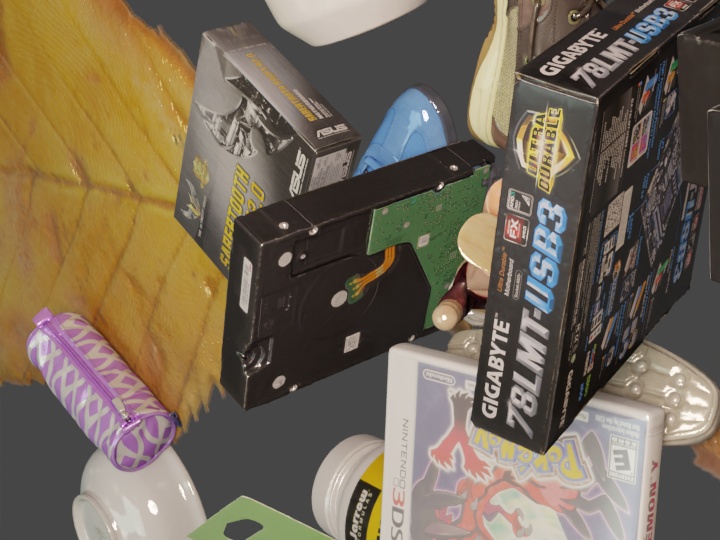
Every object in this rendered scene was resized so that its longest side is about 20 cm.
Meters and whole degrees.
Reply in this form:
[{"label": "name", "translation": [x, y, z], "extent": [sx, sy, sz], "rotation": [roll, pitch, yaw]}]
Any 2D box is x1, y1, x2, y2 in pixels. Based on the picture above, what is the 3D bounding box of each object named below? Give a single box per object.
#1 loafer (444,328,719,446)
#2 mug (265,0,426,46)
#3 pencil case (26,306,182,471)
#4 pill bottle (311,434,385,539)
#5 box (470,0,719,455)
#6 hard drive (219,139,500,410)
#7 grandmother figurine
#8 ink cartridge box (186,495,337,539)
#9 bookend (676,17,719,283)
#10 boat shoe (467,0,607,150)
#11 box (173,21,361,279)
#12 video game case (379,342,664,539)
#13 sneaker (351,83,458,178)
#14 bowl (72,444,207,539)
[{"label": "loafer", "translation": [0.144, 0.076, 0.909], "extent": [0.199, 0.070, 0.071], "rotation": [11, 77, 41]}, {"label": "mug", "translation": [-0.015, -0.237, 0.924], "extent": [0.148, 0.187, 0.154], "rotation": [-16, 105, 24]}, {"label": "pencil case", "translation": [-0.277, 0.126, 1.503], "extent": [0.200, 0.084, 0.086], "rotation": [40, 171, 34]}, {"label": "pill bottle", "translation": [0.055, 0.190, 1.045], "extent": [0.199, 0.112, 0.114], "rotation": [18, 122, 49]}, {"label": "box", "translation": [0.131, -0.038, 0.737], "extent": [0.049, 0.198, 0.202], "rotation": [20, 126, 25]}, {"label": "hard drive", "translation": [0.000, 0.000, 0.942], "extent": [0.038, 0.199, 0.141], "rotation": [43, 139, 36]}, {"label": "grandmother figurine", "translation": [0.089, -0.007, 0.892], "extent": [0.061, 0.121, 0.200], "rotation": [61, 170, 10]}, {"label": "ink cartridge box", "translation": [-0.039, 0.260, 1.172], "extent": [0.199, 0.048, 0.145], "rotation": [25, 148, -15]}, {"label": "bookend", "translation": [0.203, -0.064, 0.621], "extent": [0.199, 0.198, 0.093], "rotation": [22, 127, 48]}, {"label": "boat shoe", "translation": [0.115, -0.152, 0.823], "extent": [0.065, 0.073, 0.201], "rotation": [32, 137, 27]}, {"label": "box", "translation": [-0.081, -0.074, 1.152], "extent": [0.158, 0.048, 0.201], "rotation": [47, 140, 28]}, {"label": "video game case", "translation": [0.093, 0.154, 0.895], "extent": [0.199, 0.023, 0.184], "rotation": [12, 104, 39]}, {"label": "sneaker", "translation": [0.012, -0.041, 1.014], "extent": [0.066, 0.078, 0.201], "rotation": [49, 140, 29]}, {"label": "bowl", "translation": [-0.251, 0.272, 1.544], "extent": [0.201, 0.090, 0.203], "rotation": [31, 130, 44]}]
